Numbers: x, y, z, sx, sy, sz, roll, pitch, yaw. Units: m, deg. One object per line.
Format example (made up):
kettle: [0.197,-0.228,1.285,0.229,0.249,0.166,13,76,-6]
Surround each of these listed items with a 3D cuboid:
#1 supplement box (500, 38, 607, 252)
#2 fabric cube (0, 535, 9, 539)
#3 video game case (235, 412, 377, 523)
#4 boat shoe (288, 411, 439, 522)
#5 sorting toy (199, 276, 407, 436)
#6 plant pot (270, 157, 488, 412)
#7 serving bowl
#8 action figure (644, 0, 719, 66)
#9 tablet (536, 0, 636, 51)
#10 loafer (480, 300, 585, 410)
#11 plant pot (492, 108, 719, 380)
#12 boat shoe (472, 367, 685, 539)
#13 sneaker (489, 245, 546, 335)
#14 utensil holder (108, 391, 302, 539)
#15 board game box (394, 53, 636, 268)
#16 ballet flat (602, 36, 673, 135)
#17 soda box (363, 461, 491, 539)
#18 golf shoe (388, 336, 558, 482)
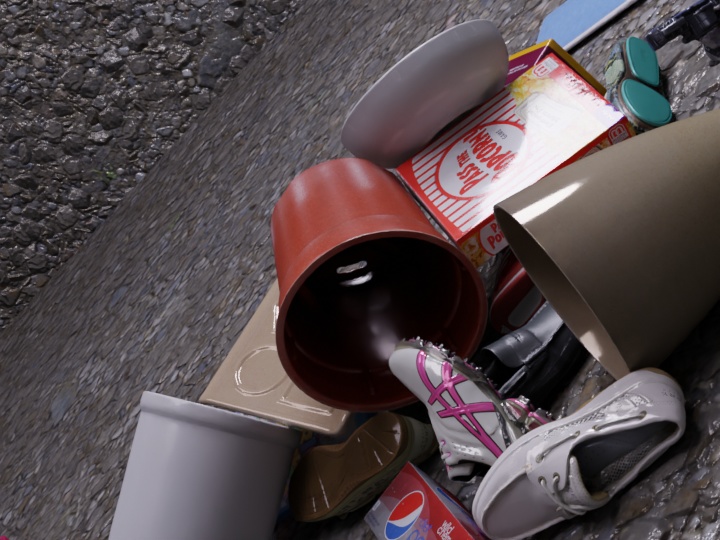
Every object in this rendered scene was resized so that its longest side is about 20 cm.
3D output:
supplement box: [0.175,-0.132,1.670,0.200,0.110,0.086,-58,19,-22]
fabric cube: [-0.367,0.444,1.700,0.196,0.200,0.199,-53,17,-6]
video game case: [-0.058,0.172,1.671,0.200,0.018,0.143,-37,53,35]
boat shoe: [0.000,0.200,1.541,0.200,0.063,0.073,-34,55,44]
sorting toy: [-0.049,0.085,1.619,0.200,0.036,0.185,7,53,37]
plant pot: [0.000,0.000,1.513,0.201,0.201,0.195,-46,31,15]
serving bowl: [0.078,-0.167,1.605,0.200,0.066,0.200,-34,-14,-10]
action figure: [0.365,-0.222,1.422,0.200,0.105,0.193,-31,6,-21]
tablet: [0.287,-0.325,1.929,0.200,0.014,0.130,-35,24,42]
loafer: [0.142,0.085,1.395,0.201,0.070,0.068,-55,19,-12]
plant pot: [0.242,-0.037,1.266,0.200,0.187,0.187,-37,18,-2]
boat shoe: [0.166,0.155,1.206,0.200,0.071,0.069,-42,20,20]
sneaker: [0.192,-0.035,1.500,0.200,0.078,0.116,-43,21,18]
utensil holder: [-0.163,0.239,1.586,0.170,0.170,0.200,-3,72,66]
board game box: [0.151,-0.109,1.528,0.200,0.046,0.152,-37,39,0]
ballet flat: [0.276,-0.167,1.588,0.074,0.074,0.200,-40,16,28]
soda box: [0.069,0.232,1.298,0.070,0.063,0.200,-51,19,1]
golf shoe: [0.088,0.128,1.316,0.200,0.073,0.092,34,84,37]
